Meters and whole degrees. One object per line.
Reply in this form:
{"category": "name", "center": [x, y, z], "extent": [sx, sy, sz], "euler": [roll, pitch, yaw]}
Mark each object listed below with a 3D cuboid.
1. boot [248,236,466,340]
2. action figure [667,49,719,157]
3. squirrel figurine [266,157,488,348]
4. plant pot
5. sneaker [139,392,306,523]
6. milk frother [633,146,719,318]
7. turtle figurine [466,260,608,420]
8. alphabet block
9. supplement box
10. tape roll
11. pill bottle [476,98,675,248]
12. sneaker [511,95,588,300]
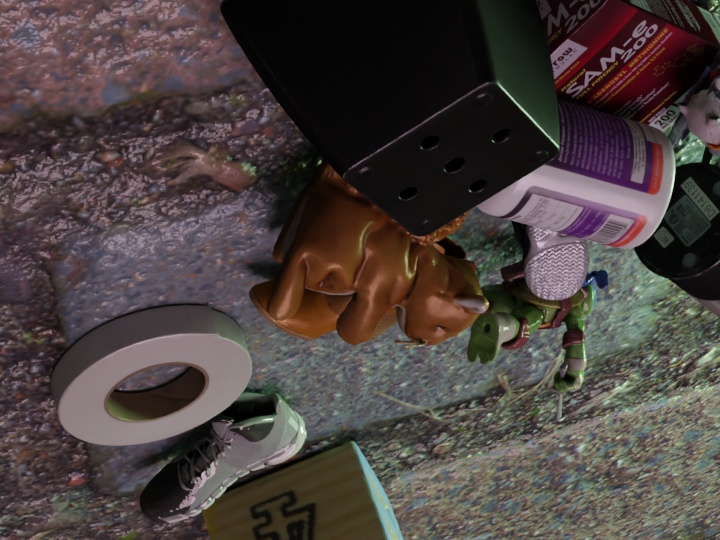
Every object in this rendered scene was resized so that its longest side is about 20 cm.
{"category": "boot", "center": [0.001, 0.001, 1.637], "extent": [0.201, 0.071, 0.144], "euler": [10, 132, -48]}
{"category": "action figure", "center": [0.359, -0.160, 1.458], "extent": [0.193, 0.105, 0.200], "euler": [-18, 150, -27]}
{"category": "squirrel figurine", "center": [0.035, -0.025, 1.507], "extent": [0.186, 0.142, 0.200], "euler": [23, 105, -10]}
{"category": "plant pot", "center": [0.042, -0.148, 1.318], "extent": [0.200, 0.178, 0.199], "euler": [-30, 147, 16]}
{"category": "sneaker", "center": [-0.162, 0.186, 1.821], "extent": [0.200, 0.075, 0.116], "euler": [-31, 144, -4]}
{"category": "milk frother", "center": [0.385, -0.060, 1.659], "extent": [0.200, 0.181, 0.188], "euler": [-29, 145, 25]}
{"category": "turtle figurine", "center": [0.150, 0.072, 1.711], "extent": [0.194, 0.144, 0.200], "euler": [0, 151, -47]}
{"category": "alphabet block", "center": [-0.049, 0.350, 2.011], "extent": [0.199, 0.197, 0.195], "euler": [-23, 147, 3]}
{"category": "supplement box", "center": [0.227, -0.193, 1.472], "extent": [0.200, 0.061, 0.109], "euler": [13, 134, -43]}
{"category": "tape roll", "center": [-0.206, 0.107, 1.693], "extent": [0.202, 0.037, 0.203], "euler": [-15, 149, -9]}
{"category": "pill bottle", "center": [0.159, -0.093, 1.467], "extent": [0.199, 0.112, 0.112], "euler": [14, 137, -21]}
{"category": "sneaker", "center": [0.181, -0.081, 1.608], "extent": [0.075, 0.114, 0.201], "euler": [3, 109, -6]}
